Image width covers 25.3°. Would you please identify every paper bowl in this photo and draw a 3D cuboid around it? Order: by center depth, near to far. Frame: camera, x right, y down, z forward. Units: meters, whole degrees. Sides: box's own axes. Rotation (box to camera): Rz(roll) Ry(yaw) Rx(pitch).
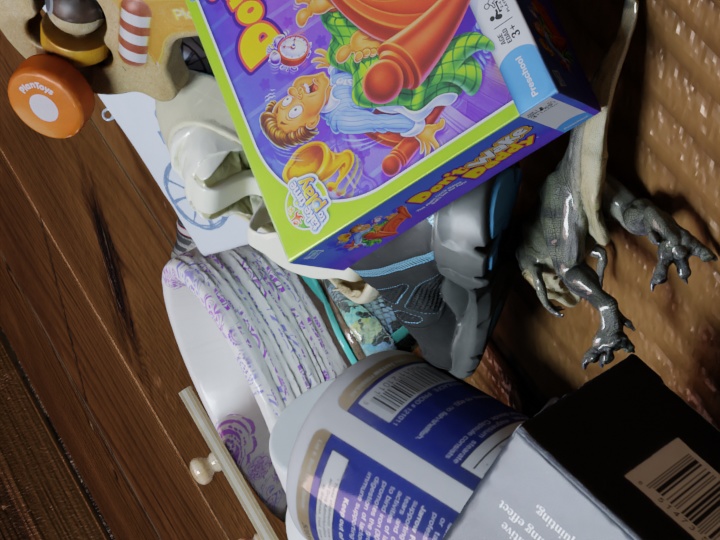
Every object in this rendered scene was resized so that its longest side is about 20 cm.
[{"bbox_3d":[-0.050,0.065,1.117,0.201,0.104,0.202,53,158,32],"label":"paper bowl"}]

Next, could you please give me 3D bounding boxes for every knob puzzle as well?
[{"bbox_3d":[-0.071,0.194,1.120,0.221,0.030,0.220,58,172,13],"label":"knob puzzle"}]

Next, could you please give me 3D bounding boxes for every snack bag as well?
[{"bbox_3d":[-0.089,-0.104,0.916,0.188,0.021,0.201,-14,114,51],"label":"snack bag"}]

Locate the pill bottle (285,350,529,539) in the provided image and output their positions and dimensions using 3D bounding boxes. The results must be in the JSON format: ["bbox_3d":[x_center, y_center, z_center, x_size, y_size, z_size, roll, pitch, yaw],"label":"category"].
[{"bbox_3d":[0.066,0.130,0.803,0.199,0.115,0.117,28,143,37],"label":"pill bottle"}]

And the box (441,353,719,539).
[{"bbox_3d":[0.095,0.165,0.648,0.148,0.107,0.201,42,122,19],"label":"box"}]

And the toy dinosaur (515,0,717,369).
[{"bbox_3d":[0.102,-0.018,0.678,0.201,0.047,0.089,102,146,-57],"label":"toy dinosaur"}]

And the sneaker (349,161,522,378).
[{"bbox_3d":[0.032,-0.011,0.766,0.081,0.074,0.200,17,158,11],"label":"sneaker"}]

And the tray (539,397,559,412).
[{"bbox_3d":[0.106,0.151,0.919,0.108,0.022,0.200,59,161,15],"label":"tray"}]

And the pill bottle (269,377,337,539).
[{"bbox_3d":[0.016,0.168,1.010,0.114,0.114,0.201,40,158,52],"label":"pill bottle"}]

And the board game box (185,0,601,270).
[{"bbox_3d":[-0.003,-0.121,0.662,0.045,0.134,0.202,8,-125,-59],"label":"board game box"}]

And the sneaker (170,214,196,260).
[{"bbox_3d":[-0.108,-0.058,1.178,0.088,0.073,0.200,61,157,14],"label":"sneaker"}]

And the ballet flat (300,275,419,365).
[{"bbox_3d":[0.000,0.000,0.946,0.200,0.073,0.075,-125,17,-60],"label":"ballet flat"}]

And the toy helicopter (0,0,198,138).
[{"bbox_3d":[-0.109,-0.145,0.824,0.198,0.079,0.133,1,132,27],"label":"toy helicopter"}]

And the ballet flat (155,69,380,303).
[{"bbox_3d":[-0.052,-0.043,0.857,0.199,0.069,0.070,32,149,23],"label":"ballet flat"}]
